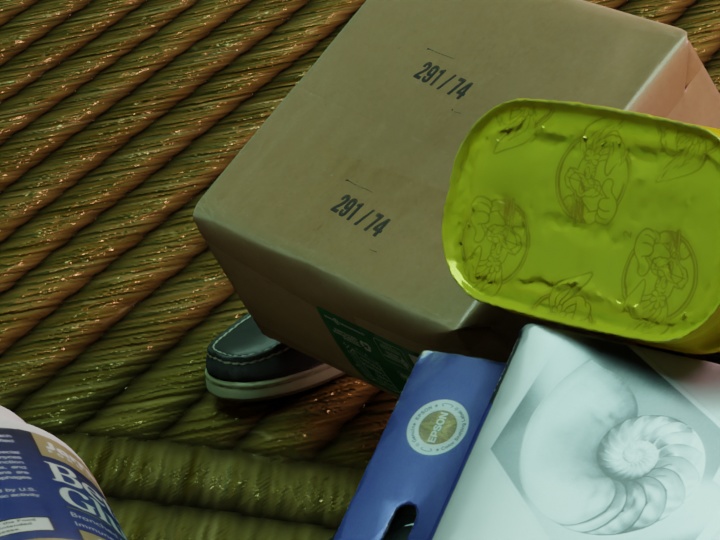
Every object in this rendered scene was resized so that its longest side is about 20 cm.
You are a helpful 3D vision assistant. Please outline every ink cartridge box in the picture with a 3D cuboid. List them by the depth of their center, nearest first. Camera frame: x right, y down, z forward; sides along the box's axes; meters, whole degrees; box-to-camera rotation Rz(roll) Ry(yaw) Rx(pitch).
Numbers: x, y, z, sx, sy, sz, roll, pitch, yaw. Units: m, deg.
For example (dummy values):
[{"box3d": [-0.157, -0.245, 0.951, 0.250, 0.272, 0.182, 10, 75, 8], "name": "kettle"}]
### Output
[{"box3d": [0.069, 0.115, 0.976, 0.200, 0.041, 0.200, 10, 59, 27], "name": "ink cartridge box"}]

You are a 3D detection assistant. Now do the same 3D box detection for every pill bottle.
[{"box3d": [-0.152, 0.129, 1.107, 0.111, 0.111, 0.200, -20, 26, -11], "name": "pill bottle"}]

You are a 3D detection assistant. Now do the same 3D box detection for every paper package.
[{"box3d": [0.052, -0.035, 1.224, 0.200, 0.104, 0.191, 23, 67, 45], "name": "paper package"}]

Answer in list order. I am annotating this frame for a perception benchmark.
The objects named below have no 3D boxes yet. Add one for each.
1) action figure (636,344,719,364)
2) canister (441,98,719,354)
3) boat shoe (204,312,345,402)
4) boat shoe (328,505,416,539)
[{"box3d": [0.131, 0.087, 1.082, 0.130, 0.070, 0.200, -8, 28, 0], "name": "action figure"}, {"box3d": [0.153, -0.007, 1.082, 0.148, 0.087, 0.200, 13, 1, 44], "name": "canister"}, {"box3d": [0.001, 0.000, 1.346, 0.201, 0.066, 0.072, -27, 28, -25], "name": "boat shoe"}, {"box3d": [0.000, 0.138, 1.058, 0.074, 0.066, 0.199, 2, 30, 29], "name": "boat shoe"}]
